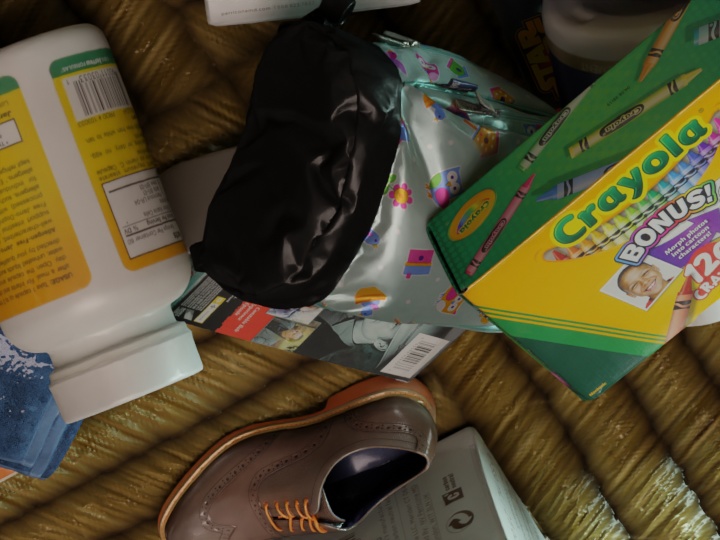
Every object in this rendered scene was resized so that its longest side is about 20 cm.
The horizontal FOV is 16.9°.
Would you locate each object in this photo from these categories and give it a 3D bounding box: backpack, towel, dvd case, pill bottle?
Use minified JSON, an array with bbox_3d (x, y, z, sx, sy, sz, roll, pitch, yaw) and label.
[{"bbox_3d":[0.031,-0.040,1.274,0.199,0.127,0.168,8,116,-42],"label":"backpack"},{"bbox_3d":[-0.254,0.052,1.417,0.199,0.049,0.112,20,123,-17],"label":"towel"},{"bbox_3d":[0.000,0.000,1.419,0.199,0.022,0.146,17,131,-39],"label":"dvd case"},{"bbox_3d":[0.171,-0.072,1.338,0.110,0.111,0.201,-14,124,4],"label":"pill bottle"},{"bbox_3d":[-0.160,-0.024,1.341,0.112,0.113,0.201,-21,91,9],"label":"pill bottle"}]

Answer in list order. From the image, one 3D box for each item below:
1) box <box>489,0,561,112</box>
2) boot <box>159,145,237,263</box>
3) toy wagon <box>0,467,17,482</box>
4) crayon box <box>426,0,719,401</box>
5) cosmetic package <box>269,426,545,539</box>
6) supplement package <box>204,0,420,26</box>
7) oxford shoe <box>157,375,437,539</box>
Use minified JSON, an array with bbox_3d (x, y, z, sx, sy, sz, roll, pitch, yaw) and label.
[{"bbox_3d":[0.137,-0.174,1.360,0.136,0.040,0.201,-22,122,10],"label":"box"},{"bbox_3d":[-0.045,-0.032,1.421,0.199,0.073,0.090,-25,139,21],"label":"boot"},{"bbox_3d":[-0.253,0.048,1.471,0.154,0.040,0.201,10,122,-12],"label":"toy wagon"},{"bbox_3d":[0.146,-0.039,1.195,0.200,0.058,0.119,-40,131,13],"label":"crayon box"},{"bbox_3d":[0.058,0.246,1.545,0.166,0.168,0.200,-28,122,7],"label":"cosmetic package"},{"bbox_3d":[-0.037,-0.245,1.253,0.116,0.117,0.201,-6,123,-1],"label":"supplement package"},{"bbox_3d":[-0.042,0.136,1.525,0.199,0.073,0.071,-30,121,15],"label":"oxford shoe"}]
